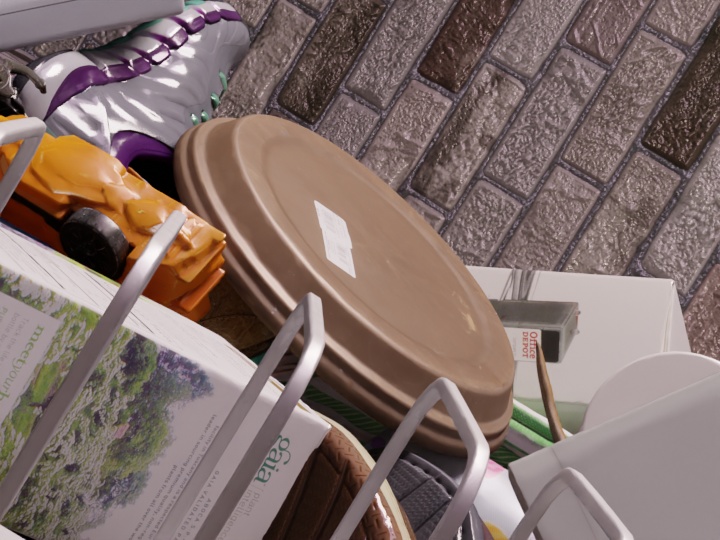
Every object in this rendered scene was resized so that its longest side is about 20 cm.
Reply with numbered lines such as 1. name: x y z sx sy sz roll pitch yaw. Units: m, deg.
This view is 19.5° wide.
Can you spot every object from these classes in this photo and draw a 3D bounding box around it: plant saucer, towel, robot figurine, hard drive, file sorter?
1. plant saucer: 0.000 0.000 0.940 0.200 0.029 0.200 39 20 -17
2. towel: 0.010 0.078 1.086 0.152 0.024 0.200 30 -23 -25
3. robot figurine: -0.163 -0.019 0.849 0.199 0.145 0.058 29 -37 17
4. hard drive: 0.173 0.094 0.792 0.026 0.199 0.132 76 -10 -69
5. file sorter: -0.042 0.064 0.557 0.199 0.125 0.139 33 3 -5

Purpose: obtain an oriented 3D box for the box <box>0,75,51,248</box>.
1. box: -0.155 -0.023 1.061 0.199 0.103 0.095 33 3 25

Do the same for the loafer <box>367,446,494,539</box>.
1. loafer: 0.043 0.146 0.828 0.063 0.072 0.200 53 -3 -37

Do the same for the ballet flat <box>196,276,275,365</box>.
1. ballet flat: -0.045 0.002 0.970 0.073 0.067 0.200 69 19 0

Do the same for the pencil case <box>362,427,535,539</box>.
1. pencil case: 0.076 0.145 0.916 0.200 0.083 0.091 34 -14 24

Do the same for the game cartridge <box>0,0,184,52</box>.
1. game cartridge: -0.168 -0.134 1.008 0.133 0.042 0.200 -20 17 -25

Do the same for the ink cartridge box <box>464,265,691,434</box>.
1. ink cartridge box: 0.083 0.065 1.168 0.199 0.083 0.147 4 -26 17

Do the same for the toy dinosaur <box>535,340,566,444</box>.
1. toy dinosaur: 0.134 0.125 0.838 0.199 0.060 0.106 33 26 -18

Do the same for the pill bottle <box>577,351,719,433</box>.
1. pill bottle: 0.156 0.110 0.992 0.108 0.109 0.200 33 -11 23

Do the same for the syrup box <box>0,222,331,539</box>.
1. syrup box: -0.113 0.037 0.707 0.200 0.079 0.081 30 3 -42

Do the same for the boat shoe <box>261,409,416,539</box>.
1. boat shoe: -0.029 0.090 0.821 0.075 0.075 0.202 38 -1 -40

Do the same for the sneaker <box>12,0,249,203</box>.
1. sneaker: -0.099 -0.065 0.988 0.088 0.074 0.200 51 34 4
